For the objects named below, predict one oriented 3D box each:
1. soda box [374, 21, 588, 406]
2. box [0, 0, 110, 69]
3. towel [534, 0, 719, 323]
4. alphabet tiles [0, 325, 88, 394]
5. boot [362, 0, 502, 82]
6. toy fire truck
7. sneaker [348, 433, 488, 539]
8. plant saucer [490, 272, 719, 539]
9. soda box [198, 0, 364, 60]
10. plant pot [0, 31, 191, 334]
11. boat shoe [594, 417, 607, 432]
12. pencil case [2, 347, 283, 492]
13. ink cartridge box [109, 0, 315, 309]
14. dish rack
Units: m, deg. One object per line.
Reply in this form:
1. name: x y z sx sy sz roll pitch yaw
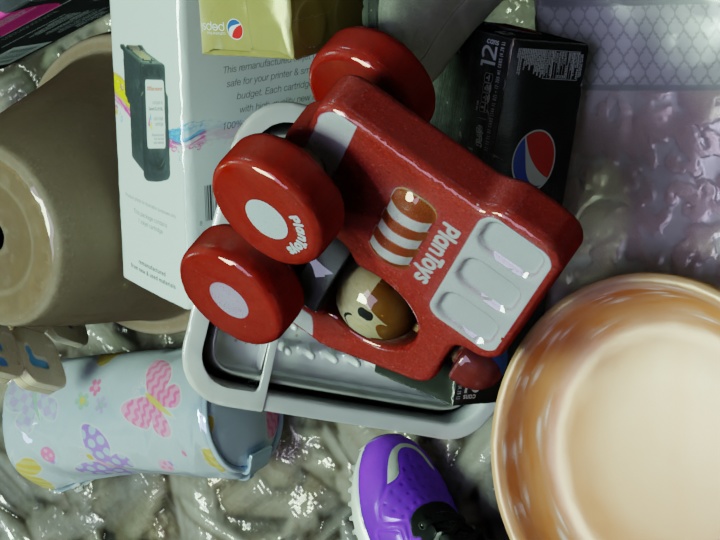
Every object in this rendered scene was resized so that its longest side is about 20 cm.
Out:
1. soda box: 0.065 -0.032 1.178 0.070 0.063 0.202 21 106 47
2. box: -0.224 -0.205 1.361 0.199 0.132 0.116 -19 89 38
3. towel: 0.172 -0.062 1.148 0.199 0.032 0.193 4 95 39
4. alphabet tiles: -0.247 -0.016 1.389 0.015 0.195 0.201 -28 69 18
5. boot: 0.090 -0.176 1.108 0.130 0.201 0.068 2 141 40
6. toy fire truck: 0.013 -0.010 1.091 0.167 0.112 0.200 36 147 6
7. sneaker: 0.063 0.182 1.286 0.099 0.069 0.202 -36 67 46
8. plant saucer: 0.160 0.100 1.128 0.199 0.037 0.202 4 97 36
9. soda box: -0.003 -0.163 1.165 0.064 0.199 0.068 7 109 36
10. plant pot: -0.170 -0.040 1.347 0.199 0.174 0.202 13 113 32
11. boat shoe: 0.152 0.081 1.195 0.072 0.066 0.202 -42 68 25
12. pencil case: -0.146 0.098 1.428 0.199 0.083 0.092 -8 83 37
13. ink cartridge box: -0.063 -0.095 1.258 0.083 0.145 0.202 22 118 51
14. dish rack: 0.000 0.000 1.229 0.044 0.198 0.173 -148 70 -66
